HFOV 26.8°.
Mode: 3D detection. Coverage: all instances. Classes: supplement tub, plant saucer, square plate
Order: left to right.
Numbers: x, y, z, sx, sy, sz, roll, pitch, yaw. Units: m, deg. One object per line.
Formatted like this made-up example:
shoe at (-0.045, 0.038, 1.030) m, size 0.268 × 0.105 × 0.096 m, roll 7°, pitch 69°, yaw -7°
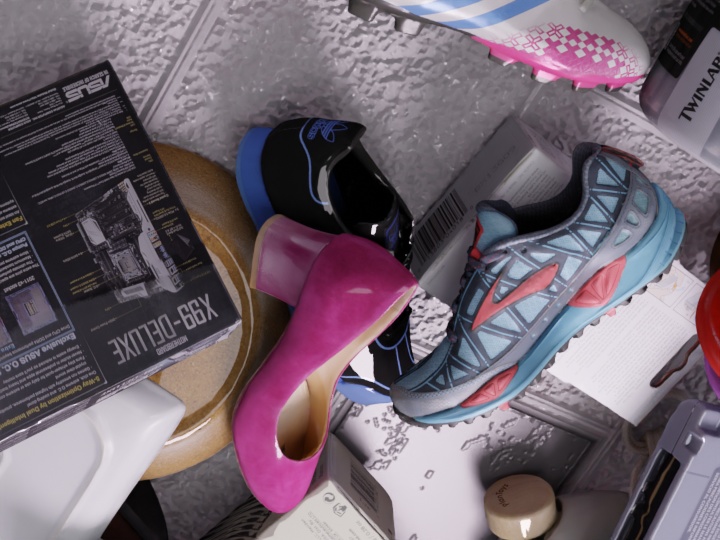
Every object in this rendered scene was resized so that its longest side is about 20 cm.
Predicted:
square plate at (-0.226, 0.097, 0.841) m, size 0.197 × 0.029 × 0.201 m, roll 32°, pitch 118°, yaw -7°
plant saucer at (-0.130, 0.028, 0.860) m, size 0.198 × 0.035 × 0.203 m, roll -3°, pitch 101°, yaw -15°
supplement tub at (0.252, -0.148, 0.837) m, size 0.121 × 0.123 × 0.201 m, roll 19°, pitch 114°, yaw -23°

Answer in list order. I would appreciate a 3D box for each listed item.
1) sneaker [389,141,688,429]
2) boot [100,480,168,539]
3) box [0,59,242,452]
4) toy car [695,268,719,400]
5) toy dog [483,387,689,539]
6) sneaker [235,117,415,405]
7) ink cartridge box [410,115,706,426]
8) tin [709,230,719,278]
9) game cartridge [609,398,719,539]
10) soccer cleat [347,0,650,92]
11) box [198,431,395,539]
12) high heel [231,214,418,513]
sneaker at (0.084, 0.004, 0.865) m, size 0.200 × 0.079 × 0.096 m, roll -41°, pitch 107°, yaw 3°
boot at (-0.241, 0.160, 0.927) m, size 0.200 × 0.069 × 0.188 m, roll -40°, pitch 121°, yaw 11°
box at (-0.183, 0.003, 0.775) m, size 0.199 × 0.050 × 0.159 m, roll -27°, pitch 85°, yaw -21°
toy car at (0.275, 0.046, 0.893) m, size 0.148 × 0.177 × 0.200 m, roll 2°, pitch 155°, yaw 24°
toy dog at (0.174, 0.184, 1.025) m, size 0.199 × 0.097 × 0.132 m, roll -30°, pitch 122°, yaw 5°
sneaker at (0.000, 0.000, 0.877) m, size 0.077 × 0.070 × 0.201 m, roll -3°, pitch 129°, yaw 34°
ink cartridge box at (0.134, 0.005, 0.940) m, size 0.199 × 0.050 × 0.109 m, roll 33°, pitch 107°, yaw -29°
tin at (0.305, -0.040, 0.963) m, size 0.111 × 0.042 × 0.201 m, roll 26°, pitch 111°, yaw -21°
game cartridge at (0.221, 0.186, 0.993) m, size 0.132 × 0.040 × 0.202 m, roll 17°, pitch 104°, yaw -30°
soccer cleat at (0.082, -0.159, 0.820) m, size 0.198 × 0.070 × 0.087 m, roll 14°, pitch 116°, yaw -20°
box at (-0.072, 0.200, 0.975) m, size 0.200 × 0.082 × 0.068 m, roll -40°, pitch 102°, yaw 9°
high heel at (-0.016, 0.068, 0.851) m, size 0.067 × 0.095 × 0.202 m, roll -28°, pitch 133°, yaw -49°
